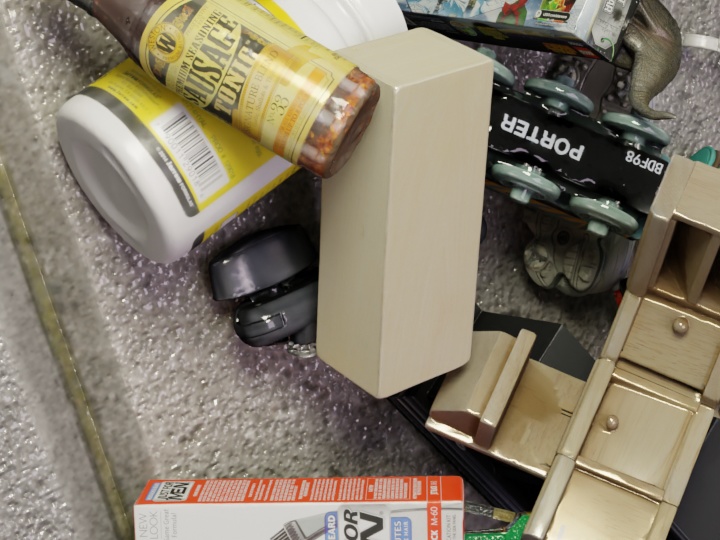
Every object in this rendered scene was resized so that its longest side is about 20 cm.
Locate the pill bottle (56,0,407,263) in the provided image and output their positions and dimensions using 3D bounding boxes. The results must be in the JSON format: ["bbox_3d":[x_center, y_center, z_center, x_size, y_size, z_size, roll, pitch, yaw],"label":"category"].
[{"bbox_3d":[-0.070,-0.103,1.071,0.200,0.111,0.112,-38,117,-21],"label":"pill bottle"}]

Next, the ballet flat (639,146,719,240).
[{"bbox_3d":[0.234,-0.029,1.252,0.200,0.074,0.075,-46,130,-63],"label":"ballet flat"}]

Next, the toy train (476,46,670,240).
[{"bbox_3d":[0.107,-0.078,1.153,0.199,0.114,0.086,21,85,-5],"label":"toy train"}]

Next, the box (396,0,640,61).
[{"bbox_3d":[0.105,-0.204,1.109,0.040,0.200,0.137,29,84,-36],"label":"box"}]

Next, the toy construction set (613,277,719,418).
[{"bbox_3d":[0.230,0.063,1.259,0.092,0.200,0.132,-26,106,0],"label":"toy construction set"}]

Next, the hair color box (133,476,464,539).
[{"bbox_3d":[-0.035,0.187,1.119,0.199,0.064,0.112,-1,98,3],"label":"hair color box"}]

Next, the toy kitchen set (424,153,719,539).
[{"bbox_3d":[0.134,0.053,1.071,0.181,0.163,0.201,92,22,-63],"label":"toy kitchen set"}]

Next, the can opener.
[{"bbox_3d":[0.000,0.000,1.165,0.199,0.063,0.079,-18,109,-28],"label":"can opener"}]

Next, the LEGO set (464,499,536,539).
[{"bbox_3d":[0.050,0.225,1.213,0.199,0.116,0.155,-11,86,1],"label":"LEGO set"}]

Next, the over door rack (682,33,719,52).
[{"bbox_3d":[0.335,-0.210,1.327,0.199,0.067,0.148,11,94,-13],"label":"over door rack"}]

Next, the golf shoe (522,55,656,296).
[{"bbox_3d":[0.172,-0.080,1.269,0.097,0.078,0.201,10,97,-54],"label":"golf shoe"}]

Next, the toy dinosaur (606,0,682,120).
[{"bbox_3d":[0.162,-0.161,1.149,0.102,0.200,0.077,9,114,-37],"label":"toy dinosaur"}]

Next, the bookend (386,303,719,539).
[{"bbox_3d":[0.156,0.120,1.204,0.199,0.200,0.092,47,68,-31],"label":"bookend"}]

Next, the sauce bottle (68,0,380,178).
[{"bbox_3d":[-0.087,-0.123,0.983,0.199,0.066,0.066,29,82,8],"label":"sauce bottle"}]

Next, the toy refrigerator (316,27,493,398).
[{"bbox_3d":[0.022,-0.034,1.072,0.076,0.070,0.201,-20,126,-35],"label":"toy refrigerator"}]
